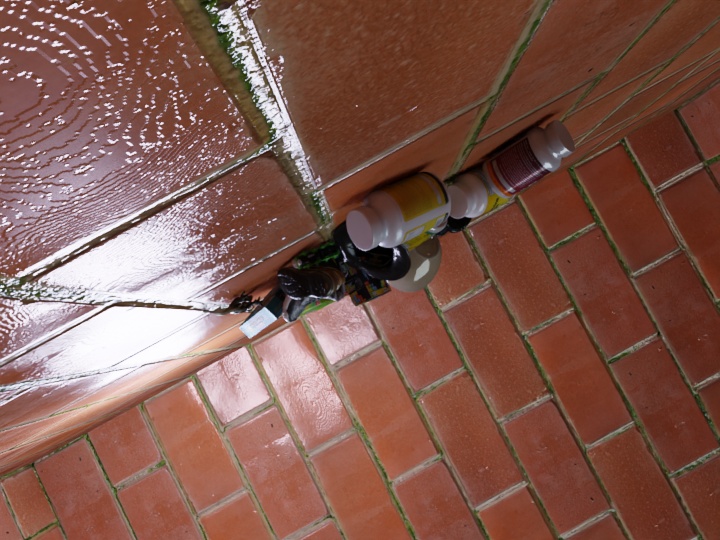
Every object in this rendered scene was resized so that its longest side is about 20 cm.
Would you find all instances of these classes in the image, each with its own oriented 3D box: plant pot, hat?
[{"bbox_3d":[0.158,-0.055,2.005,0.199,0.202,0.134,-26,172,-31],"label":"plant pot"},{"bbox_3d":[0.037,-0.067,1.551,0.200,0.200,0.082,-34,-155,56],"label":"hat"}]

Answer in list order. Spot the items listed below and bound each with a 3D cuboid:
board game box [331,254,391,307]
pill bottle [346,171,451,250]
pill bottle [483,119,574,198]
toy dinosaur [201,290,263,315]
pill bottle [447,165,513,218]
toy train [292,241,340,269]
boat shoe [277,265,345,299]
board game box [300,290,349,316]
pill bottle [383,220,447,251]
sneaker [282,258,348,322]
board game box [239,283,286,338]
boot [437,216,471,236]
[{"bbox_3d":[0.000,0.000,1.811,0.056,0.167,0.200,-27,176,17],"label":"board game box"},{"bbox_3d":[0.073,-0.111,1.339,0.199,0.113,0.112,-25,175,-33],"label":"pill bottle"},{"bbox_3d":[0.398,-0.264,1.638,0.199,0.114,0.113,-31,175,38],"label":"pill bottle"},{"bbox_3d":[-0.299,0.085,1.717,0.087,0.048,0.200,-23,175,21],"label":"toy dinosaur"},{"bbox_3d":[0.300,-0.201,1.756,0.199,0.113,0.112,-25,175,-37],"label":"pill bottle"},{"bbox_3d":[-0.083,-0.043,1.633,0.056,0.042,0.199,-14,-174,45],"label":"toy train"},{"bbox_3d":[-0.113,0.024,1.608,0.073,0.077,0.199,-22,-160,-40],"label":"boat shoe"},{"bbox_3d":[-0.122,0.079,1.864,0.101,0.048,0.199,-17,174,-37],"label":"board game box"},{"bbox_3d":[0.098,-0.101,1.626,0.199,0.114,0.112,-33,174,41],"label":"pill bottle"},{"bbox_3d":[-0.109,0.060,1.709,0.201,0.113,0.075,-60,159,9],"label":"sneaker"},{"bbox_3d":[-0.230,0.088,1.836,0.151,0.047,0.200,-52,-170,-34],"label":"board game box"},{"bbox_3d":[0.258,-0.148,2.003,0.162,0.073,0.199,-45,-170,52],"label":"boot"}]
